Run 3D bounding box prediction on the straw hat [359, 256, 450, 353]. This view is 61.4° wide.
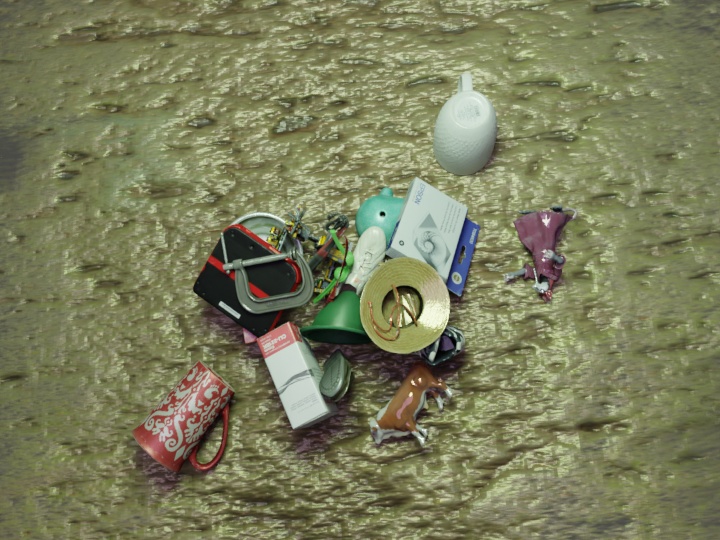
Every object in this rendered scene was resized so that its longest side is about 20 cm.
[{"bbox_3d":[0.082,0.079,1.265,0.195,0.085,0.207,3,76,-11],"label":"straw hat"}]

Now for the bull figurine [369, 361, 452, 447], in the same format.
[{"bbox_3d":[0.106,0.298,1.296,0.120,0.065,0.203,32,83,7],"label":"bull figurine"}]

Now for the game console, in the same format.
[{"bbox_3d":[-0.239,0.021,1.288,0.198,0.031,0.179,33,100,5],"label":"game console"}]

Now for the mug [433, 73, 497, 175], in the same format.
[{"bbox_3d":[0.239,-0.346,1.380,0.143,0.176,0.206,-1,76,4],"label":"mug"}]

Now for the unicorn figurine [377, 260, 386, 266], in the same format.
[{"bbox_3d":[0.078,0.037,1.340,0.196,0.074,0.140,-22,118,-14],"label":"unicorn figurine"}]

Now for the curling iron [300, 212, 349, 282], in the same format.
[{"bbox_3d":[-0.089,-0.041,1.277,0.049,0.026,0.202,35,110,0],"label":"curling iron"}]

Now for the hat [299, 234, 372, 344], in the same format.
[{"bbox_3d":[-0.035,0.054,1.298,0.163,0.198,0.181,16,70,-34],"label":"hat"}]

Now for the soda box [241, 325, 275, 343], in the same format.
[{"bbox_3d":[-0.239,0.052,1.336,0.068,0.063,0.206,-11,89,-6],"label":"soda box"}]

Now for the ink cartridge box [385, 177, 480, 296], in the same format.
[{"bbox_3d":[0.171,-0.076,1.330,0.197,0.041,0.203,28,60,-11],"label":"ink cartridge box"}]

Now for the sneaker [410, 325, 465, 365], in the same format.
[{"bbox_3d":[0.128,0.151,1.289,0.193,0.130,0.082,10,91,4],"label":"sneaker"}]

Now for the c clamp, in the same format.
[{"bbox_3d":[-0.193,0.002,1.251,0.194,0.027,0.176,-4,95,9],"label":"c clamp"}]

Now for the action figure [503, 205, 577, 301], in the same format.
[{"bbox_3d":[0.405,-0.034,1.350,0.146,0.132,0.206,-5,87,-40],"label":"action figure"}]

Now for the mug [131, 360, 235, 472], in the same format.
[{"bbox_3d":[-0.364,0.319,1.319,0.132,0.178,0.201,25,72,47],"label":"mug"}]

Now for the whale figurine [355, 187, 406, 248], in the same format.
[{"bbox_3d":[0.083,-0.122,1.377,0.195,0.104,0.163,-17,75,-2],"label":"whale figurine"}]

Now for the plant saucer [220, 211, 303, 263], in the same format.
[{"bbox_3d":[-0.229,-0.030,1.397,0.194,0.050,0.207,0,88,-6],"label":"plant saucer"}]

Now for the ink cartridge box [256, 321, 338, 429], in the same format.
[{"bbox_3d":[-0.131,0.227,1.291,0.082,0.144,0.204,-27,75,1],"label":"ink cartridge box"}]

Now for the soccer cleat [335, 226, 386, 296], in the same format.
[{"bbox_3d":[0.000,0.000,1.327,0.068,0.078,0.203,28,113,7],"label":"soccer cleat"}]

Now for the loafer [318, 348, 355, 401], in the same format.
[{"bbox_3d":[-0.038,0.223,1.267,0.070,0.200,0.075,43,98,-8],"label":"loafer"}]

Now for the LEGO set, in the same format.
[{"bbox_3d":[-0.109,-0.032,1.329,0.198,0.115,0.156,34,76,-19],"label":"LEGO set"}]

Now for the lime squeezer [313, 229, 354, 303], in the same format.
[{"bbox_3d":[-0.049,-0.002,1.290,0.069,0.203,0.038,-16,50,-34],"label":"lime squeezer"}]
